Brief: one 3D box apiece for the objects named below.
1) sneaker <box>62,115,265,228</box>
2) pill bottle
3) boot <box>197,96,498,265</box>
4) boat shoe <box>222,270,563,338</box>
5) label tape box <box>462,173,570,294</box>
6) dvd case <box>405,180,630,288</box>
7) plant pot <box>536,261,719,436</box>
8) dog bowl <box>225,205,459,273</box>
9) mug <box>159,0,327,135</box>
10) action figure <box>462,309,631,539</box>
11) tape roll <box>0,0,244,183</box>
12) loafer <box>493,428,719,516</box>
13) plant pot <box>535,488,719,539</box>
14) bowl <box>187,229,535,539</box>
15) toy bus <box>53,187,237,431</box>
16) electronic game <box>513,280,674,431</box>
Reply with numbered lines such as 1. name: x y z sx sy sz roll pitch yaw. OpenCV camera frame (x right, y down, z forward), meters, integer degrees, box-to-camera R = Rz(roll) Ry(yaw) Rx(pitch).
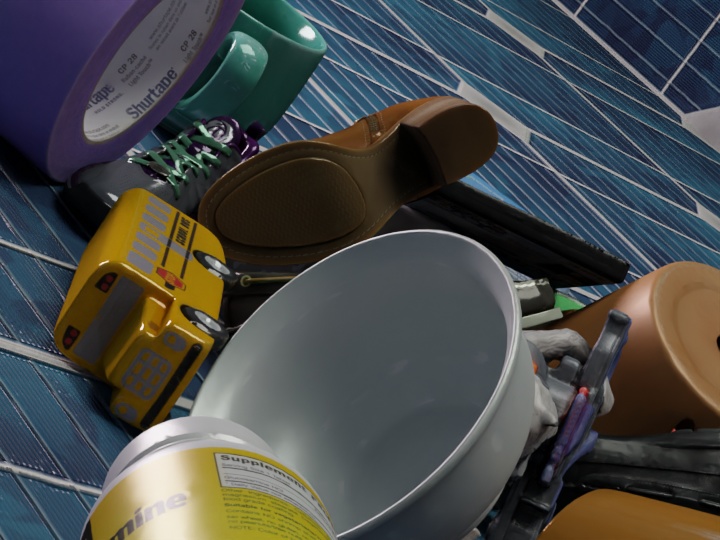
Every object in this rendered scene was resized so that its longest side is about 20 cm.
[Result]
1. sneaker: -0.123 -0.067 1.659 0.074 0.088 0.200 38 13 9
2. pill bottle: -0.059 0.140 1.061 0.112 0.113 0.200 32 13 -19
3. boot: -0.018 -0.054 1.619 0.155 0.199 0.074 -172 -114 -75
4. boat shoe: 0.018 0.018 1.530 0.201 0.061 0.072 -7 -5 -3
5. label tape box: 0.071 0.015 1.893 0.143 0.066 0.200 36 37 -5
6. dvd case: 0.095 -0.026 1.763 0.142 0.018 0.200 26 -5 -7
7. plant pot: 0.198 0.088 1.687 0.200 0.140 0.200 25 41 -23
8. dog bowl: 0.000 0.000 1.695 0.200 0.059 0.200 18 18 -6
9. mug: -0.122 -0.163 1.934 0.152 0.115 0.185 40 14 12
10. action figure: 0.065 0.104 1.440 0.104 0.200 0.193 25 -16 -4
11. tape roll: -0.160 -0.158 1.632 0.085 0.200 0.200 40 14 11
12. loafer: 0.155 0.136 1.574 0.200 0.071 0.068 -2 -20 7
13. plant pot: 0.173 0.205 1.308 0.183 0.201 0.200 25 6 32
14. bowl: 0.014 0.083 1.315 0.090 0.201 0.201 49 4 -37
15. toy bus: -0.118 0.019 1.424 0.078 0.065 0.200 34 13 -9
16. electronic game: 0.145 0.087 1.789 0.200 0.042 0.200 24 38 -20
